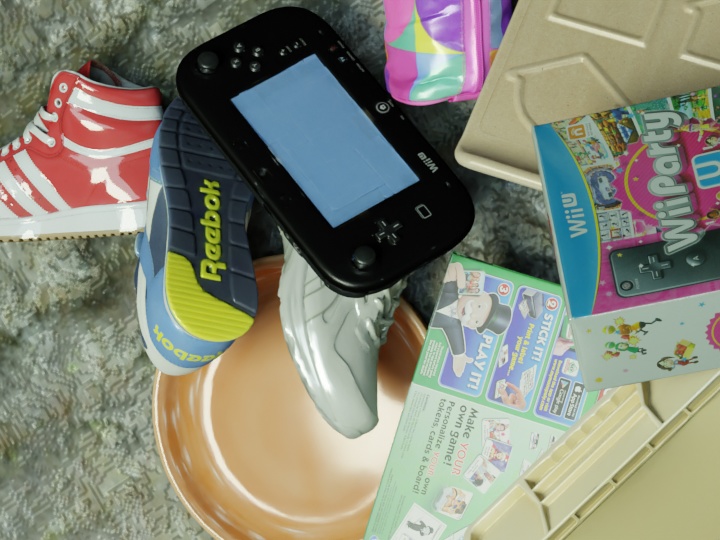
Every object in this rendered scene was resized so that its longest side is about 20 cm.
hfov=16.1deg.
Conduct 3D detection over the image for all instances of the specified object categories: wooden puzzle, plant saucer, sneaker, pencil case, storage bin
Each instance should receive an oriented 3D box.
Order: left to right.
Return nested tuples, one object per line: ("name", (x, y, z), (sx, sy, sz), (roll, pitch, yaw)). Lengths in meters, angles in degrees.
("sneaker", (-0.212, -0.076, 1.629), (0.200, 0.071, 0.113), (-3, 96, 14))
("sneaker", (-0.104, -0.024, 1.561), (0.074, 0.200, 0.082), (16, 141, -14))
("plant saucer", (-0.033, 0.088, 1.595), (0.200, 0.037, 0.201), (2, 95, 19))
("sneaker", (0.000, 0.000, 1.520), (0.099, 0.078, 0.200), (-11, 72, 7))
("pencil case", (0.050, -0.197, 1.496), (0.088, 0.088, 0.200), (4, 113, 19))
("wooden puzzle", (0.174, -0.115, 1.476), (0.185, 0.046, 0.200), (18, 70, 17))
("storage bin", (0.191, 0.168, 1.408), (0.200, 0.094, 0.199), (43, 100, -14))

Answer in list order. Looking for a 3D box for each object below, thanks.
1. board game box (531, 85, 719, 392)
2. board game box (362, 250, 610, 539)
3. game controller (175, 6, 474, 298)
("board game box", (0.202, -0.027, 1.351), (0.200, 0.064, 0.148), (-12, 47, 5))
("board game box", (0.088, 0.104, 1.496), (0.134, 0.029, 0.200), (17, 89, 18))
("game controller", (-0.022, -0.073, 1.502), (0.104, 0.042, 0.200), (-33, 66, -12))
